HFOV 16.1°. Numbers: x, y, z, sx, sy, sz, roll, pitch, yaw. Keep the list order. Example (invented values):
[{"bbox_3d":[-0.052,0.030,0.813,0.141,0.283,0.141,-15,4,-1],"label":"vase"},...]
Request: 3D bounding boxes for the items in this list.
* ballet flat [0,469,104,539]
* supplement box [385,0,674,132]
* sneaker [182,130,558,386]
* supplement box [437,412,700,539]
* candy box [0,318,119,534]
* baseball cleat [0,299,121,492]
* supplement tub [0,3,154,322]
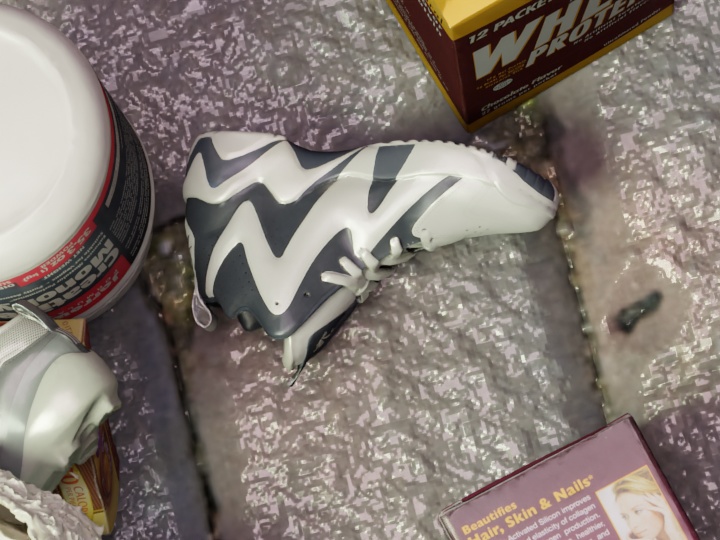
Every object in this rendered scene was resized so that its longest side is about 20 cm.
[{"bbox_3d":[-0.208,0.101,1.160,0.200,0.072,0.072,19,80,20],"label":"ballet flat"},{"bbox_3d":[0.058,-0.207,1.299,0.133,0.200,0.197,-30,77,-1],"label":"supplement box"},{"bbox_3d":[0.000,0.000,1.324,0.199,0.079,0.130,6,80,6],"label":"sneaker"},{"bbox_3d":[0.134,0.187,1.270,0.110,0.086,0.200,-28,78,-1],"label":"supplement box"},{"bbox_3d":[-0.231,0.084,1.303,0.200,0.117,0.057,-3,46,4],"label":"candy box"},{"bbox_3d":[-0.201,0.104,1.226,0.106,0.070,0.200,40,97,10],"label":"baseball cleat"},{"bbox_3d":[-0.181,-0.045,1.286,0.140,0.200,0.141,-1,78,5],"label":"supplement tub"}]
